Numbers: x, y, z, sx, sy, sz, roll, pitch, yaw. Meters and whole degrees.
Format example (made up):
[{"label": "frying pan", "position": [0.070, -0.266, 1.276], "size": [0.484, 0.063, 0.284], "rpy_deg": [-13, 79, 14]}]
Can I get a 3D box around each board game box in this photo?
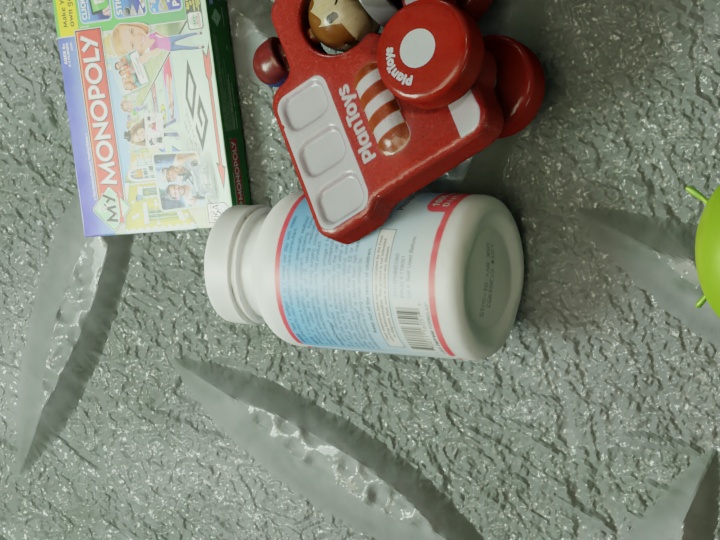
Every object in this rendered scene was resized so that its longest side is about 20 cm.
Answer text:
[{"label": "board game box", "position": [-0.152, -0.128, 1.543], "size": [0.134, 0.029, 0.200], "rpy_deg": [-4, 97, 29]}]

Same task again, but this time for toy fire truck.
[{"label": "toy fire truck", "position": [0.009, -0.138, 1.376], "size": [0.168, 0.112, 0.200], "rpy_deg": [-32, 66, 22]}]

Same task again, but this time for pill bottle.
[{"label": "pill bottle", "position": [0.000, 0.000, 1.434], "size": [0.200, 0.109, 0.109], "rpy_deg": [4, 101, 29]}]

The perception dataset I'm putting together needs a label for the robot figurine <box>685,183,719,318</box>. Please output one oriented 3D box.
[{"label": "robot figurine", "position": [0.289, -0.010, 1.265], "size": [0.200, 0.116, 0.176], "rpy_deg": [3, 105, 29]}]
